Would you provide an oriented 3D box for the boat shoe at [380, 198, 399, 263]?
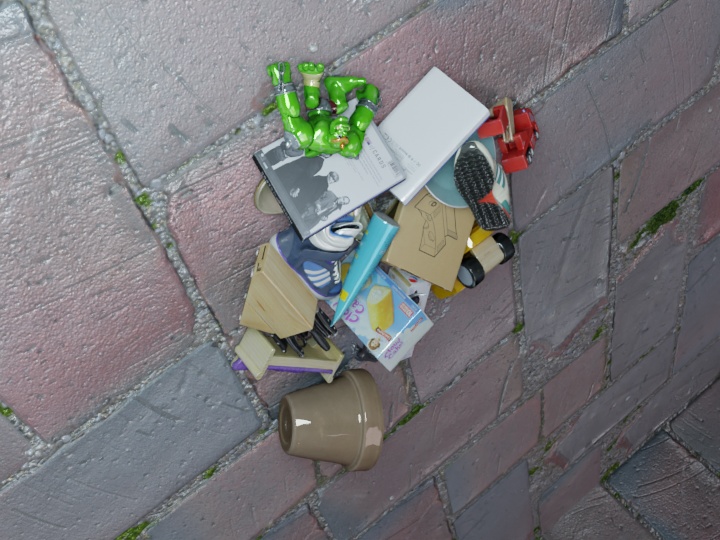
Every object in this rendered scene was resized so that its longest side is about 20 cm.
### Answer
[{"bbox_3d":[0.083,-0.100,1.541,0.202,0.073,0.062,-54,145,10],"label":"boat shoe"}]

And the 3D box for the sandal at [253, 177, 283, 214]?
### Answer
[{"bbox_3d":[-0.070,-0.127,1.345,0.195,0.054,0.082,-6,117,-12],"label":"sandal"}]

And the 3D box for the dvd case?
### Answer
[{"bbox_3d":[-0.046,-0.158,1.314,0.198,0.152,0.025,-31,177,-20],"label":"dvd case"}]

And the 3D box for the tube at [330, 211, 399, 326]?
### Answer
[{"bbox_3d":[0.000,0.000,1.454,0.203,0.050,0.077,-62,178,15],"label":"tube"}]

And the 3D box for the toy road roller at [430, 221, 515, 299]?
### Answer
[{"bbox_3d":[0.197,-0.044,1.688,0.122,0.147,0.200,-34,179,-25],"label":"toy road roller"}]

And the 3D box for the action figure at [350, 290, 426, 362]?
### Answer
[{"bbox_3d":[0.040,0.089,1.609,0.201,0.101,0.120,-52,-173,44],"label":"action figure"}]

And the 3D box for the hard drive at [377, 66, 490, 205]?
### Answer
[{"bbox_3d":[0.097,-0.221,1.396,0.200,0.132,0.025,-46,153,0],"label":"hard drive"}]

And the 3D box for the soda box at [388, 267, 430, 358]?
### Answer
[{"bbox_3d":[0.080,0.087,1.713,0.063,0.068,0.203,-15,133,-34],"label":"soda box"}]

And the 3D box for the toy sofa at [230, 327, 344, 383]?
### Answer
[{"bbox_3d":[-0.133,0.165,1.562,0.198,0.083,0.099,11,114,-49],"label":"toy sofa"}]

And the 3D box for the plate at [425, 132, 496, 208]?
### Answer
[{"bbox_3d":[0.157,-0.208,1.483,0.197,0.025,0.205,5,83,-37],"label":"plate"}]

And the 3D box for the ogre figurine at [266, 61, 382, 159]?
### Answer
[{"bbox_3d":[-0.050,-0.231,1.264,0.199,0.096,0.123,3,88,-61],"label":"ogre figurine"}]

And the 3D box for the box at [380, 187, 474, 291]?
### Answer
[{"bbox_3d":[0.129,-0.085,1.502,0.161,0.021,0.204,22,84,-33],"label":"box"}]

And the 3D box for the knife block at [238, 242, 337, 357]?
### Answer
[{"bbox_3d":[-0.107,0.059,1.416,0.172,0.065,0.202,14,138,-8],"label":"knife block"}]

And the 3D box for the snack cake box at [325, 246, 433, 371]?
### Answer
[{"bbox_3d":[0.023,0.065,1.527,0.115,0.200,0.067,-45,143,-1],"label":"snack cake box"}]

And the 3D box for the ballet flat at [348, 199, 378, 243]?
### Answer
[{"bbox_3d":[-0.006,-0.106,1.442,0.072,0.072,0.201,-39,144,-9],"label":"ballet flat"}]

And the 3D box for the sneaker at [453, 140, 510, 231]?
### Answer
[{"bbox_3d":[0.205,-0.159,1.439,0.069,0.095,0.201,-10,140,22],"label":"sneaker"}]

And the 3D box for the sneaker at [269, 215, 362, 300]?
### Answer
[{"bbox_3d":[-0.044,-0.027,1.433,0.144,0.082,0.200,-22,144,23],"label":"sneaker"}]

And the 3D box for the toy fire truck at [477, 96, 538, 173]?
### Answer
[{"bbox_3d":[0.268,-0.257,1.541,0.143,0.048,0.201,64,33,-28],"label":"toy fire truck"}]

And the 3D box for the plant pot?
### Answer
[{"bbox_3d":[-0.068,0.297,1.686,0.171,0.202,0.204,0,126,-21],"label":"plant pot"}]
